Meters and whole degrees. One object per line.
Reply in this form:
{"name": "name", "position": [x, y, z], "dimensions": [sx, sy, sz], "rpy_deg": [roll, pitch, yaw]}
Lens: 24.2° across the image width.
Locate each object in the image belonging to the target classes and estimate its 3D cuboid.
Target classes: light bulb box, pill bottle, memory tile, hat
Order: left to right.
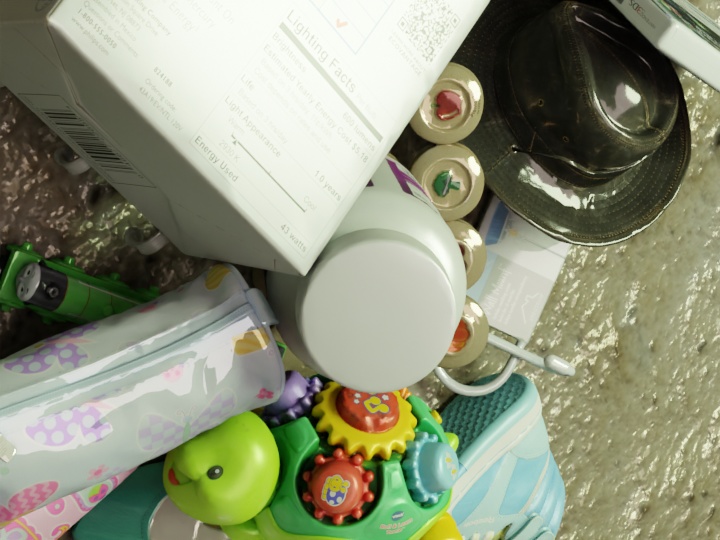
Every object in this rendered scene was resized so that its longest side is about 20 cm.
{"name": "light bulb box", "position": [-0.067, -0.138, 0.872], "dimensions": [0.198, 0.124, 0.201], "rpy_deg": [46, 69, -33]}
{"name": "pill bottle", "position": [0.000, 0.000, 0.953], "dimensions": [0.111, 0.200, 0.113], "rpy_deg": [-1, 104, -5]}
{"name": "memory tile", "position": [0.006, -0.028, 1.060], "dimensions": [0.152, 0.017, 0.201], "rpy_deg": [-4, 106, -6]}
{"name": "hat", "position": [0.146, -0.121, 1.086], "dimensions": [0.199, 0.081, 0.202], "rpy_deg": [6, 72, -19]}

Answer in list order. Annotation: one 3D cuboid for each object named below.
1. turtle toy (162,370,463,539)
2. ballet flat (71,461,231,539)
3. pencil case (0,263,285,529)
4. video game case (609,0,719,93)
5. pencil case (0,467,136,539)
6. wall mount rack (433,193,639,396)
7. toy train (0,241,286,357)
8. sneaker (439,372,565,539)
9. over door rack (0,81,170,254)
{"name": "turtle toy", "position": [-0.025, 0.116, 1.002], "dimensions": [0.199, 0.146, 0.101], "rpy_deg": [-9, 136, -28]}
{"name": "ballet flat", "position": [-0.080, 0.155, 1.054], "dimensions": [0.199, 0.070, 0.068], "rpy_deg": [0, 103, -35]}
{"name": "pencil case", "position": [-0.140, 0.066, 0.891], "dimensions": [0.199, 0.083, 0.091], "rpy_deg": [-22, 149, -19]}
{"name": "video game case", "position": [0.221, -0.158, 1.125], "dimensions": [0.199, 0.182, 0.023], "rpy_deg": [26, 111, -37]}
{"name": "pencil case", "position": [-0.206, 0.129, 0.950], "dimensions": [0.200, 0.087, 0.088], "rpy_deg": [-42, 123, -21]}
{"name": "wall mount rack", "position": [0.087, -0.019, 1.130], "dimensions": [0.173, 0.075, 0.201], "rpy_deg": [25, 86, -10]}
{"name": "toy train", "position": [-0.129, 0.029, 0.994], "dimensions": [0.199, 0.056, 0.042], "rpy_deg": [21, 90, -38]}
{"name": "sneaker", "position": [0.069, 0.179, 1.163], "dimensions": [0.200, 0.079, 0.131], "rpy_deg": [-39, 120, -20]}
{"name": "over door rack", "position": [-0.110, -0.130, 0.962], "dimensions": [0.200, 0.066, 0.148], "rpy_deg": [-52, 125, -20]}
